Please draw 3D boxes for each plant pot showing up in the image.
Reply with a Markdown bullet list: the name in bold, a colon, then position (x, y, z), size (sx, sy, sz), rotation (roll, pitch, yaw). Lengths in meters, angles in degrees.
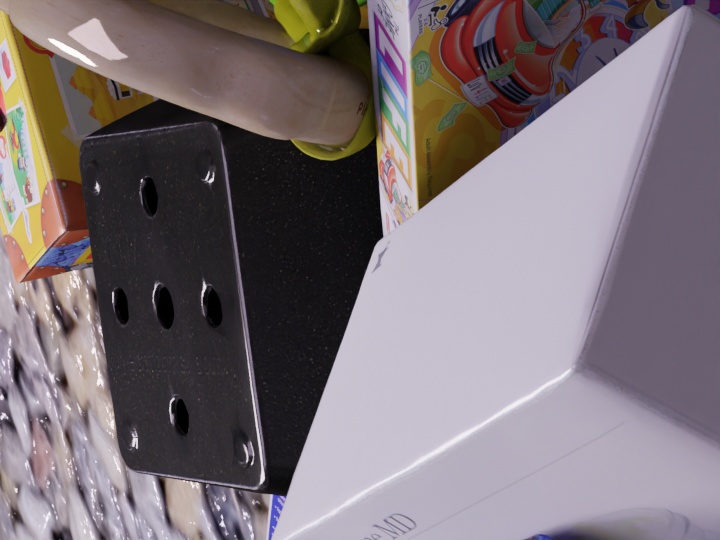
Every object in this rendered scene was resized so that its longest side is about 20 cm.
- **plant pot**: position (0.000, 0.000, 0.979), size (0.200, 0.177, 0.201), rotation (1, 99, 62)

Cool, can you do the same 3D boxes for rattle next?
- **rattle**: position (-0.074, -0.125, 0.831), size (0.199, 0.130, 0.143), rotation (27, 118, 25)

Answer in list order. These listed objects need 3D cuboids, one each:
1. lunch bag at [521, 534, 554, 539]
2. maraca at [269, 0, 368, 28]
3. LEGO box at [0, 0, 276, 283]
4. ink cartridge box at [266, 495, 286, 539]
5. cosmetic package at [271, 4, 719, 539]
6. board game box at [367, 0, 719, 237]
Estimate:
- **lunch bag**: position (0.072, 0.154, 0.735), size (0.200, 0.150, 0.094), rotation (-48, 15, 41)
- **maraca**: position (0.004, -0.160, 0.990), size (0.107, 0.137, 0.200), rotation (42, 177, -25)
- **LEGO box**: position (-0.109, -0.109, 1.170), size (0.077, 0.148, 0.201), rotation (-39, 65, 58)
- **ink cartridge box**: position (-0.013, 0.155, 1.197), size (0.095, 0.037, 0.201), rotation (43, 137, 49)
- **cosmetic package**: position (0.111, 0.052, 0.738), size (0.199, 0.199, 0.123), rotation (-38, 26, 59)
- **board game box**: position (0.071, -0.070, 0.810), size (0.200, 0.134, 0.034), rotation (85, 160, -53)
